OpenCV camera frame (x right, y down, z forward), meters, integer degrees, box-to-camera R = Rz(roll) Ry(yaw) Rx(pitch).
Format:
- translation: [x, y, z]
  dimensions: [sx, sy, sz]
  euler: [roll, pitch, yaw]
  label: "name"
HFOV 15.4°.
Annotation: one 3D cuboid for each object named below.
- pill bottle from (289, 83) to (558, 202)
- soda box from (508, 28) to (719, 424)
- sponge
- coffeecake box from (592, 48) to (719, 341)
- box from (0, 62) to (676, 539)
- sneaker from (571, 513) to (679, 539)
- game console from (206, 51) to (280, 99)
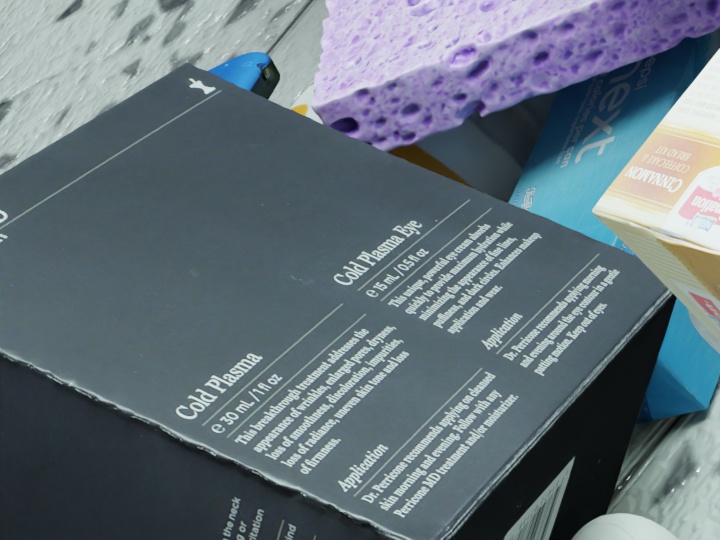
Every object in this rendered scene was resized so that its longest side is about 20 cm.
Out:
- translation: [0.000, 0.000, 0.972]
  dimensions: [0.201, 0.111, 0.111]
  euler: [-55, 27, -18]
  label: "pill bottle"
- translation: [0.107, -0.042, 0.922]
  dimensions: [0.068, 0.064, 0.201]
  euler: [-16, 39, 46]
  label: "soda box"
- translation: [0.081, -0.106, 0.908]
  dimensions: [0.199, 0.030, 0.112]
  euler: [-20, 31, 18]
  label: "sponge"
- translation: [0.183, -0.038, 0.694]
  dimensions: [0.200, 0.153, 0.073]
  euler: [-51, 25, -7]
  label: "coffeecake box"
- translation: [-0.031, 0.044, 0.782]
  dimensions: [0.200, 0.181, 0.105]
  euler: [-38, -31, -56]
  label: "box"
- translation: [0.053, 0.139, 0.719]
  dimensions: [0.074, 0.087, 0.201]
  euler: [-27, 31, 37]
  label: "sneaker"
- translation: [-0.100, 0.025, 1.074]
  dimensions: [0.170, 0.119, 0.200]
  euler: [-23, 20, 24]
  label: "game console"
